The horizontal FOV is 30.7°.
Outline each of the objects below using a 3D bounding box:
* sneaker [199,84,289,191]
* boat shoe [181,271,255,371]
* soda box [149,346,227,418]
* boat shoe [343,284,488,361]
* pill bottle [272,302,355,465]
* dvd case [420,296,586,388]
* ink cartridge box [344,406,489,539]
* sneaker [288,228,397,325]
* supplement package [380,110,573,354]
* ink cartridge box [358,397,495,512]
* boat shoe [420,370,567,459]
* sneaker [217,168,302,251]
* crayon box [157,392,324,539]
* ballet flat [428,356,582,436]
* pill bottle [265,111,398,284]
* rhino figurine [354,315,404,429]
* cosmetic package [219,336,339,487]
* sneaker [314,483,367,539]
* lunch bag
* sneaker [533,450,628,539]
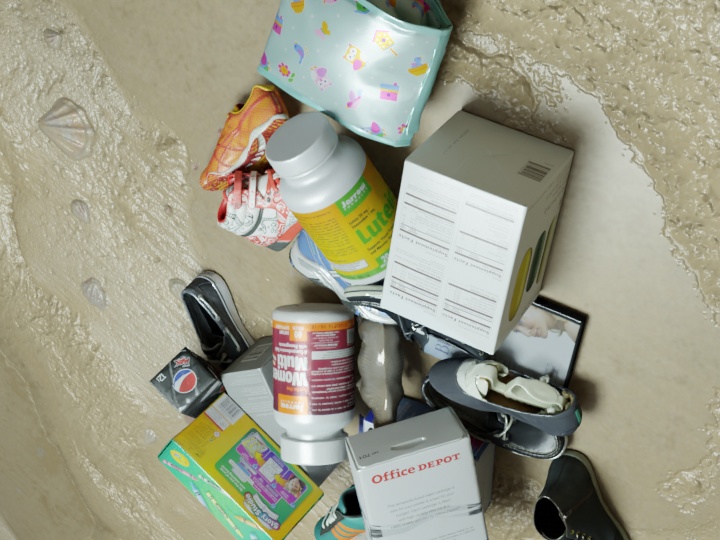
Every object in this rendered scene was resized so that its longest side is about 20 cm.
[{"bbox_3d":[-0.148,-0.166,1.674,0.200,0.073,0.078,-41,62,44],"label":"sneaker"},{"bbox_3d":[-0.194,0.103,1.851,0.071,0.068,0.201,-8,112,36],"label":"boat shoe"},{"bbox_3d":[-0.231,0.161,1.832,0.063,0.071,0.200,46,175,8],"label":"soda box"},{"bbox_3d":[0.073,0.061,1.593,0.198,0.075,0.063,17,86,-2],"label":"boat shoe"},{"bbox_3d":[-0.061,0.148,1.726,0.109,0.109,0.202,3,96,31],"label":"pill bottle"},{"bbox_3d":[0.175,0.080,1.635,0.199,0.018,0.144,23,128,20],"label":"dvd case"},{"bbox_3d":[0.074,0.290,1.638,0.145,0.086,0.201,-15,114,-6],"label":"ink cartridge box"},{"bbox_3d":[0.000,0.000,1.661,0.199,0.076,0.077,30,124,12],"label":"sneaker"},{"bbox_3d":[0.132,-0.046,1.498,0.150,0.152,0.201,22,127,19],"label":"supplement package"},{"bbox_3d":[0.077,0.253,1.763,0.199,0.076,0.137,16,126,22],"label":"ink cartridge box"},{"bbox_3d":[0.167,0.183,1.665,0.199,0.060,0.074,31,105,15],"label":"boat shoe"},{"bbox_3d":[-0.103,-0.103,1.641,0.107,0.068,0.201,21,137,-25],"label":"sneaker"},{"bbox_3d":[-0.160,0.276,1.762,0.200,0.119,0.058,45,133,4],"label":"crayon box"},{"bbox_3d":[0.179,0.143,1.610,0.199,0.073,0.073,20,126,14],"label":"ballet flat"},{"bbox_3d":[-0.026,-0.087,1.540,0.110,0.112,0.200,-6,136,35],"label":"pill bottle"},{"bbox_3d":[0.027,0.148,1.681,0.087,0.059,0.202,149,117,-78],"label":"rhino figurine"},{"bbox_3d":[-0.103,0.200,1.828,0.090,0.107,0.201,-13,111,38],"label":"cosmetic package"},{"bbox_3d":[-0.009,0.326,1.773,0.080,0.072,0.199,43,140,-18],"label":"sneaker"},{"bbox_3d":[0.005,-0.254,1.478,0.199,0.122,0.171,36,130,17],"label":"lunch bag"},{"bbox_3d":[0.276,0.341,1.668,0.074,0.106,0.201,-17,107,38],"label":"sneaker"}]
